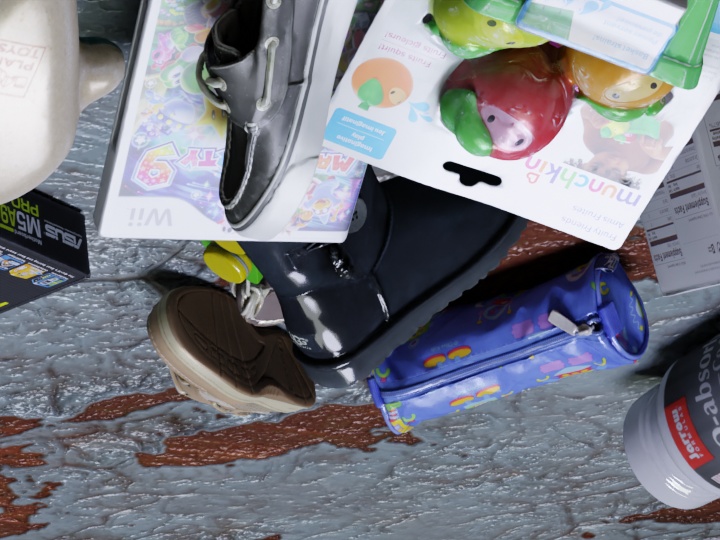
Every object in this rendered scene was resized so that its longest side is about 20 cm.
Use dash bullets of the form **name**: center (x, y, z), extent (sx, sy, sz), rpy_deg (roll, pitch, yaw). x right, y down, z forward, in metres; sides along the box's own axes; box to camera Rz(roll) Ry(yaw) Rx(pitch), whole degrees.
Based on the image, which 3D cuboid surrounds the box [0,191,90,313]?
- **box**: center (-0.282, -0.015, 1.670), extent (0.160, 0.044, 0.200), rpy_deg (-21, 154, 26)

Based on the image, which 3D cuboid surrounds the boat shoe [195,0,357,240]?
- **boat shoe**: center (-0.049, -0.108, 1.409), extent (0.063, 0.071, 0.201), rpy_deg (3, 119, -24)

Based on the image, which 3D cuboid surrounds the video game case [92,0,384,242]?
- **video game case**: center (-0.053, -0.100, 1.468), extent (0.143, 0.018, 0.201), rpy_deg (1, 128, -21)

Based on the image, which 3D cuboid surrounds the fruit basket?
- **fruit basket**: center (0.096, -0.105, 1.435), extent (0.185, 0.094, 0.200), rpy_deg (20, 122, -15)

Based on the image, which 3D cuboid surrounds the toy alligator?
- **toy alligator**: center (-0.078, -0.027, 1.709), extent (0.054, 0.059, 0.200), rpy_deg (32, 156, 8)

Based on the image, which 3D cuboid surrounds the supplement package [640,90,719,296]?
- **supplement package**: center (0.264, -0.065, 1.564), extent (0.199, 0.111, 0.156), rpy_deg (-14, 178, -9)

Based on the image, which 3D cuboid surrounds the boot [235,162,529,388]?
- **boot**: center (0.009, -0.052, 1.623), extent (0.076, 0.200, 0.168), rpy_deg (24, 149, 43)

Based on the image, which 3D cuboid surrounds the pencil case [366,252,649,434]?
- **pencil case**: center (0.097, 0.050, 1.911), extent (0.199, 0.078, 0.087), rpy_deg (-18, -175, 21)

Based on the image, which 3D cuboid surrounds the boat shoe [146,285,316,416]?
- **boat shoe**: center (-0.098, 0.064, 1.889), extent (0.064, 0.072, 0.200), rpy_deg (-18, 157, 20)

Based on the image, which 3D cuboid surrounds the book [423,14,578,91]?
- **book**: center (0.133, -0.138, 1.536), extent (0.199, 0.048, 0.133), rpy_deg (-17, 153, 26)

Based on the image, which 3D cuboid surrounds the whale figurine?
- **whale figurine**: center (-0.192, -0.125, 1.408), extent (0.159, 0.104, 0.200), rpy_deg (8, 128, -32)

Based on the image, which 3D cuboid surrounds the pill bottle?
- **pill bottle**: center (0.287, 0.097, 2.043), extent (0.115, 0.116, 0.200), rpy_deg (7, 152, -32)

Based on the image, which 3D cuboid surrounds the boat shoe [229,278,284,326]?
- **boat shoe**: center (0.000, 0.000, 1.785), extent (0.199, 0.060, 0.072), rpy_deg (-22, 154, 29)
